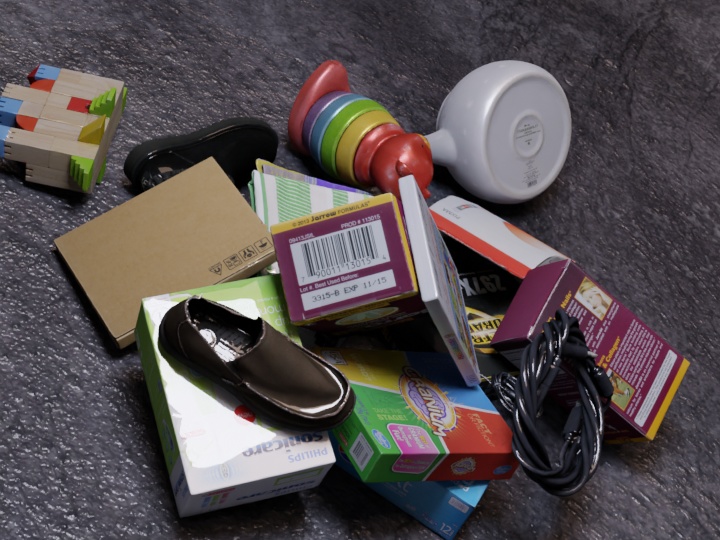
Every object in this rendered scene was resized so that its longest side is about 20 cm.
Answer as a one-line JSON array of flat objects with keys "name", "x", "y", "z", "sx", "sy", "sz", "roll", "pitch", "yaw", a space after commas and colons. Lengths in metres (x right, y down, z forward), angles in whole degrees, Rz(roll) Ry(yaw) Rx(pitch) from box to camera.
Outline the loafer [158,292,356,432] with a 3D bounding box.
[{"name": "loafer", "x": -0.094, "y": 0.085, "z": 1.409, "sx": 0.199, "sy": 0.071, "sz": 0.073, "roll": 25, "pitch": 62, "yaw": -3}]

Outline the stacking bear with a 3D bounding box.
[{"name": "stacking bear", "x": 0.012, "y": -0.151, "z": 1.847, "sx": 0.114, "sy": 0.122, "sz": 0.200, "roll": -46, "pitch": 49, "yaw": -9}]

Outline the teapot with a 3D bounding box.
[{"name": "teapot", "x": 0.172, "y": -0.186, "z": 1.995, "sx": 0.200, "sy": 0.199, "sz": 0.146, "roll": 33, "pitch": -11, "yaw": -39}]

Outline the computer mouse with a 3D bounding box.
[{"name": "computer mouse", "x": 0.118, "y": 0.099, "z": 1.670, "sx": 0.199, "sy": 0.034, "sz": 0.059, "roll": 32, "pitch": 40, "yaw": 5}]

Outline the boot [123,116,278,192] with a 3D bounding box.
[{"name": "boot", "x": -0.153, "y": -0.088, "z": 1.749, "sx": 0.210, "sy": 0.080, "sz": 0.158, "roll": -19, "pitch": 53, "yaw": -33}]

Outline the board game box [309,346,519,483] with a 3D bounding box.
[{"name": "board game box", "x": 0.052, "y": 0.145, "z": 1.539, "sx": 0.199, "sy": 0.040, "sz": 0.153, "roll": 5, "pitch": 37, "yaw": -40}]

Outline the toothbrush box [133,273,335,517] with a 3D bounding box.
[{"name": "toothbrush box", "x": -0.125, "y": 0.119, "z": 1.475, "sx": 0.144, "sy": 0.086, "sz": 0.201, "roll": -10, "pitch": 70, "yaw": -18}]

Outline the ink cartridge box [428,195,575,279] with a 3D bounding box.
[{"name": "ink cartridge box", "x": 0.152, "y": -0.043, "z": 1.812, "sx": 0.162, "sy": 0.050, "sz": 0.200, "roll": 32, "pitch": 4, "yaw": 26}]

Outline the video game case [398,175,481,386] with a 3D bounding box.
[{"name": "video game case", "x": 0.081, "y": 0.014, "z": 1.543, "sx": 0.018, "sy": 0.200, "sz": 0.144, "roll": -16, "pitch": 58, "yaw": 9}]

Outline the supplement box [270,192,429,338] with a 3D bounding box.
[{"name": "supplement box", "x": 0.000, "y": 0.000, "z": 1.541, "sx": 0.200, "sy": 0.130, "sz": 0.104, "roll": 27, "pitch": 48, "yaw": -76}]

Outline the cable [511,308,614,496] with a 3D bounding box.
[{"name": "cable", "x": 0.209, "y": 0.136, "z": 1.567, "sx": 0.050, "sy": 0.164, "sz": 0.200, "roll": -2, "pitch": 27, "yaw": 32}]

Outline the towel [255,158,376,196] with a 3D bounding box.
[{"name": "towel", "x": -0.039, "y": -0.046, "z": 1.765, "sx": 0.199, "sy": 0.023, "sz": 0.145, "roll": 17, "pitch": 55, "yaw": -36}]

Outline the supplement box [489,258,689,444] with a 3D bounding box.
[{"name": "supplement box", "x": 0.258, "y": 0.094, "z": 1.717, "sx": 0.200, "sy": 0.086, "sz": 0.111, "roll": 39, "pitch": 66, "yaw": -17}]

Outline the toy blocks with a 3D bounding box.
[{"name": "toy blocks", "x": -0.351, "y": -0.166, "z": 1.722, "sx": 0.136, "sy": 0.100, "sz": 0.201, "roll": 12, "pitch": 41, "yaw": -2}]

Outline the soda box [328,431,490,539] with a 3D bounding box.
[{"name": "soda box", "x": 0.035, "y": 0.188, "z": 1.577, "sx": 0.199, "sy": 0.064, "sz": 0.068, "roll": 34, "pitch": 40, "yaw": 6}]

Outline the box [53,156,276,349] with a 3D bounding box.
[{"name": "box", "x": -0.205, "y": -0.023, "z": 1.614, "sx": 0.199, "sy": 0.021, "sz": 0.164, "roll": -30, "pitch": 54, "yaw": -13}]

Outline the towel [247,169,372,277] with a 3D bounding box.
[{"name": "towel", "x": -0.029, "y": -0.034, "z": 1.708, "sx": 0.199, "sy": 0.023, "sz": 0.154, "roll": 10, "pitch": 53, "yaw": -27}]

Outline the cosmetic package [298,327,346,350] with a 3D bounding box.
[{"name": "cosmetic package", "x": -0.084, "y": 0.106, "z": 1.605, "sx": 0.082, "sy": 0.051, "sz": 0.200, "roll": 30, "pitch": 39, "yaw": 3}]

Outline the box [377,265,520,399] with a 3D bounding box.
[{"name": "box", "x": 0.124, "y": 0.074, "z": 1.764, "sx": 0.199, "sy": 0.050, "sz": 0.160, "roll": -7, "pitch": 49, "yaw": -35}]
